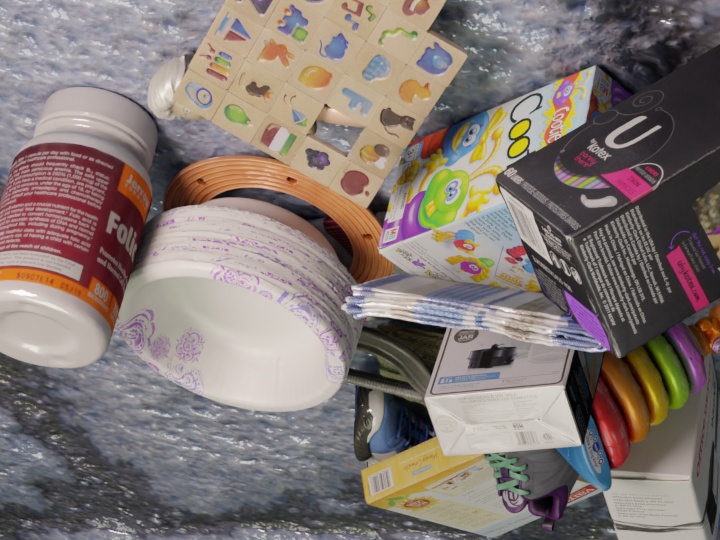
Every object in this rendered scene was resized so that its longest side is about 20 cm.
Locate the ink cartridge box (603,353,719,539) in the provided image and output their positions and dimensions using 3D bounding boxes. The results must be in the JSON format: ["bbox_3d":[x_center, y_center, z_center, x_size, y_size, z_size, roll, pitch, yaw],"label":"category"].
[{"bbox_3d":[0.268,0.164,1.872,0.083,0.146,0.200,1,148,18],"label":"ink cartridge box"}]

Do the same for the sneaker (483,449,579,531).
[{"bbox_3d":[0.133,0.155,1.827,0.074,0.088,0.200,3,157,39],"label":"sneaker"}]

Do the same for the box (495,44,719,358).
[{"bbox_3d":[0.212,-0.052,1.444,0.199,0.122,0.106,-30,120,-9],"label":"box"}]

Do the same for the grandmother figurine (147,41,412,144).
[{"bbox_3d":[-0.063,-0.133,1.598,0.199,0.061,0.122,2,139,13],"label":"grandmother figurine"}]

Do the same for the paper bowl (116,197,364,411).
[{"bbox_3d":[-0.094,0.019,1.750,0.200,0.105,0.201,12,145,8],"label":"paper bowl"}]

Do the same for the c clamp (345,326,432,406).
[{"bbox_3d":[0.009,0.090,1.878,0.199,0.027,0.171,15,158,32],"label":"c clamp"}]

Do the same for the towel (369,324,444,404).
[{"bbox_3d":[0.107,0.101,1.896,0.199,0.037,0.148,12,161,18],"label":"towel"}]

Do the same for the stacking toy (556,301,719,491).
[{"bbox_3d":[0.237,0.078,1.742,0.199,0.110,0.116,-29,124,-10],"label":"stacking toy"}]

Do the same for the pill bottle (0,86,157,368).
[{"bbox_3d":[-0.227,-0.035,1.679,0.114,0.201,0.114,10,150,6],"label":"pill bottle"}]

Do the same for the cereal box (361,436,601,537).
[{"bbox_3d":[0.117,0.196,2.011,0.144,0.040,0.200,-27,150,31],"label":"cereal box"}]

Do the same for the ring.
[{"bbox_3d":[-0.067,-0.032,1.775,0.199,0.019,0.201,12,145,8],"label":"ring"}]

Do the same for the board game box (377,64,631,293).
[{"bbox_3d":[0.125,-0.056,1.603,0.105,0.103,0.200,35,144,-31],"label":"board game box"}]

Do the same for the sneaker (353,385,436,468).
[{"bbox_3d":[0.037,0.154,2.028,0.077,0.076,0.200,-1,157,11],"label":"sneaker"}]

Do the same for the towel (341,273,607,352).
[{"bbox_3d":[0.099,0.030,1.551,0.199,0.024,0.147,8,-173,15],"label":"towel"}]

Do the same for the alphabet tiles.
[{"bbox_3d":[-0.024,-0.150,1.532,0.167,0.008,0.200,29,130,-6],"label":"alphabet tiles"}]

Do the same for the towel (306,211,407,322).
[{"bbox_3d":[0.000,0.000,1.827,0.199,0.023,0.144,-5,144,29],"label":"towel"}]

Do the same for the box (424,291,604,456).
[{"bbox_3d":[0.129,0.053,1.677,0.116,0.200,0.060,-6,125,22],"label":"box"}]
